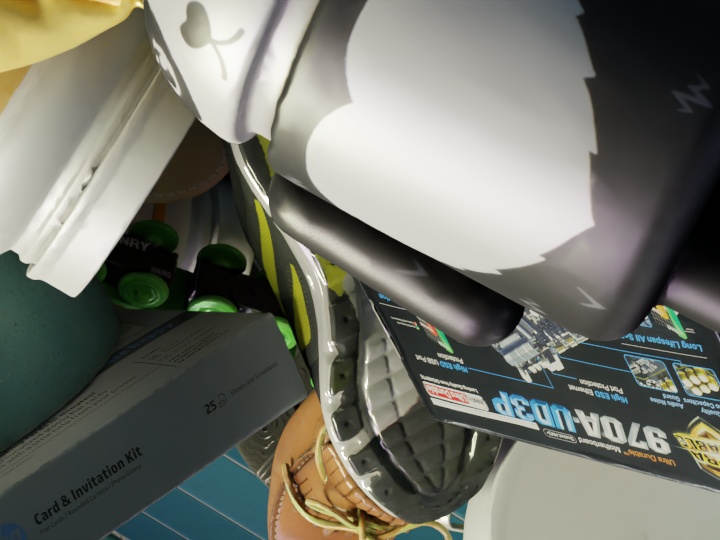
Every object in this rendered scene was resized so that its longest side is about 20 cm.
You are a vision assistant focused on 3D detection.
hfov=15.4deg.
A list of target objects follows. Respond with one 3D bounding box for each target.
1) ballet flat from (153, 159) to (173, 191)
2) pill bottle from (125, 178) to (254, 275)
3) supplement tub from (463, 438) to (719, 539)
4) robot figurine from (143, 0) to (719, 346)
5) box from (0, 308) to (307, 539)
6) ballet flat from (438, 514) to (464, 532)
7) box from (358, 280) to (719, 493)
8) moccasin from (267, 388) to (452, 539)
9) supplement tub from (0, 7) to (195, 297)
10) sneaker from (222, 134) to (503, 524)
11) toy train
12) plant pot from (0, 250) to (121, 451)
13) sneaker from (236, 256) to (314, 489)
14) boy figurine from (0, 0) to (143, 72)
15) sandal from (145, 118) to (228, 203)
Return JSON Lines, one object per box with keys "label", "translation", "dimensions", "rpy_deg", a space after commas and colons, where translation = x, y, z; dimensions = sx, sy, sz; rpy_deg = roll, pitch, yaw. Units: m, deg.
{"label": "ballet flat", "translation": [-0.156, -0.104, 1.114], "dimensions": [0.200, 0.070, 0.069], "rpy_deg": [38, 165, -28]}
{"label": "pill bottle", "translation": [-0.152, -0.026, 1.210], "dimensions": [0.199, 0.110, 0.109], "rpy_deg": [15, 175, -26]}
{"label": "supplement tub", "translation": [0.116, 0.117, 1.105], "dimensions": [0.145, 0.146, 0.200], "rpy_deg": [28, 173, 8]}
{"label": "robot figurine", "translation": [0.040, -0.059, 0.684], "dimensions": [0.199, 0.151, 0.125], "rpy_deg": [29, 180, 5]}
{"label": "box", "translation": [-0.138, 0.067, 1.054], "dimensions": [0.200, 0.156, 0.041], "rpy_deg": [0, 118, 55]}
{"label": "ballet flat", "translation": [0.054, 0.093, 1.347], "dimensions": [0.068, 0.075, 0.200], "rpy_deg": [23, 165, 32]}
{"label": "box", "translation": [0.063, -0.009, 0.887], "dimensions": [0.200, 0.046, 0.159], "rpy_deg": [10, 135, 54]}
{"label": "moccasin", "translation": [0.013, 0.081, 1.130], "dimensions": [0.073, 0.078, 0.201], "rpy_deg": [23, 136, -18]}
{"label": "supplement tub", "translation": [-0.154, -0.094, 0.939], "dimensions": [0.200, 0.145, 0.145], "rpy_deg": [32, 167, -8]}
{"label": "sneaker", "translation": [0.000, 0.000, 1.033], "dimensions": [0.085, 0.074, 0.201], "rpy_deg": [-146, 37, -74]}
{"label": "toy train", "translation": [-0.051, 0.022, 1.166], "dimensions": [0.199, 0.042, 0.056], "rpy_deg": [19, 140, -14]}
{"label": "plant pot", "translation": [-0.212, 0.004, 1.040], "dimensions": [0.200, 0.200, 0.135], "rpy_deg": [7, 125, 60]}
{"label": "sneaker", "translation": [-0.019, 0.049, 1.295], "dimensions": [0.115, 0.076, 0.201], "rpy_deg": [24, -157, -49]}
{"label": "boy figurine", "translation": [-0.109, -0.114, 0.839], "dimensions": [0.199, 0.125, 0.064], "rpy_deg": [20, -163, -7]}
{"label": "sandal", "translation": [-0.129, -0.079, 1.055], "dimensions": [0.212, 0.078, 0.070], "rpy_deg": [42, -166, -29]}
